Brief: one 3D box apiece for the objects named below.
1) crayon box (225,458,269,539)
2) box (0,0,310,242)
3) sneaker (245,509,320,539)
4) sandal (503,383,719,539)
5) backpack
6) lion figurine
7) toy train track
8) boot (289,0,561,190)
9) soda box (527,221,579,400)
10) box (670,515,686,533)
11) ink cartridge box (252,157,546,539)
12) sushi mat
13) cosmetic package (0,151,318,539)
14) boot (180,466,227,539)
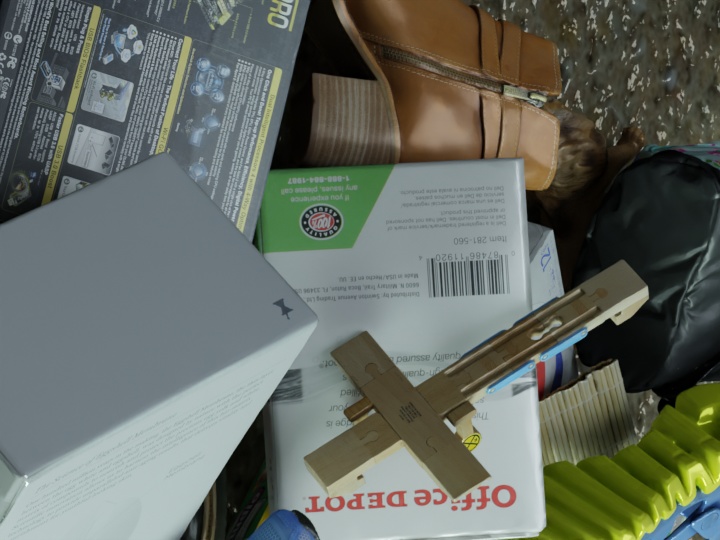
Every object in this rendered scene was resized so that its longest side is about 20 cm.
[{"bbox_3d":[-0.004,0.201,1.572,0.172,0.058,0.201,38,51,-14],"label":"crayon box"},{"bbox_3d":[-0.116,-0.103,1.440,0.160,0.049,0.201,16,79,-16],"label":"box"},{"bbox_3d":[-0.097,0.194,1.414,0.200,0.079,0.089,-47,121,-3],"label":"sneaker"},{"bbox_3d":[0.154,0.144,1.627,0.199,0.079,0.087,-22,135,-25],"label":"sandal"},{"bbox_3d":[0.220,-0.010,1.740,0.199,0.126,0.168,-7,127,-53],"label":"backpack"},{"bbox_3d":[0.133,-0.020,1.772,0.122,0.072,0.201,-32,112,-54],"label":"lion figurine"},{"bbox_3d":[0.062,0.060,1.451,0.199,0.115,0.033,-31,144,-14],"label":"toy train track"},{"bbox_3d":[0.043,-0.141,1.594,0.154,0.077,0.201,6,73,-19],"label":"boot"},{"bbox_3d":[0.084,0.051,1.683,0.064,0.068,0.201,-56,151,-30],"label":"soda box"},{"bbox_3d":[0.139,0.202,1.774,0.110,0.035,0.201,13,107,-49],"label":"box"},{"bbox_3d":[0.018,0.046,1.510,0.145,0.084,0.201,-2,86,-5],"label":"ink cartridge box"},{"bbox_3d":[0.134,0.151,1.700,0.095,0.012,0.201,-28,125,-16],"label":"sushi mat"},{"bbox_3d":[-0.157,0.075,1.332,0.123,0.200,0.199,48,43,14],"label":"cosmetic package"},{"bbox_3d":[-0.152,0.155,1.461,0.138,0.077,0.201,27,72,-42],"label":"boot"}]
